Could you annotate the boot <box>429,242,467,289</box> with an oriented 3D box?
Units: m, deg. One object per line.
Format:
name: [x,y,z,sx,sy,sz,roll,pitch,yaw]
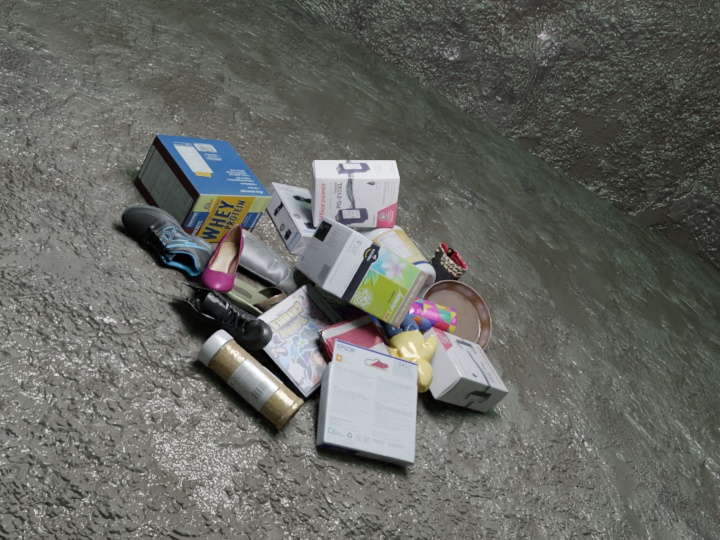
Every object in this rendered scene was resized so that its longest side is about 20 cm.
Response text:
boot: [0.174,-0.009,1.922,0.073,0.151,0.200,-1,45,-47]

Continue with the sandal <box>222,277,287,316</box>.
sandal: [-0.188,0.062,1.539,0.201,0.057,0.080,26,29,-14]

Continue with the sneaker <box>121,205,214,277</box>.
sneaker: [-0.387,-0.061,1.498,0.200,0.073,0.082,29,30,-10]

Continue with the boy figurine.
boy figurine: [0.108,0.165,1.580,0.124,0.065,0.200,-17,52,-11]

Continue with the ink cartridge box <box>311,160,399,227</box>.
ink cartridge box: [-0.016,-0.182,1.792,0.199,0.145,0.084,0,39,-6]

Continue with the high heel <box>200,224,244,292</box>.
high heel: [-0.270,-0.025,1.488,0.067,0.096,0.200,15,18,-11]

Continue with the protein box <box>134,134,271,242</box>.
protein box: [-0.344,-0.177,1.648,0.198,0.135,0.200,-5,48,-49]

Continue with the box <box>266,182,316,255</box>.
box: [-0.151,-0.124,1.848,0.116,0.060,0.200,7,39,-40]

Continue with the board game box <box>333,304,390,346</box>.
board game box: [0.012,0.161,1.615,0.134,0.045,0.200,-7,50,-51]

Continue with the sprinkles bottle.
sprinkles bottle: [-0.195,0.193,1.333,0.200,0.068,0.068,40,30,8]

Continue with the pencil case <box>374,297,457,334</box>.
pencil case: [0.124,0.101,1.723,0.200,0.088,0.088,18,33,-18]

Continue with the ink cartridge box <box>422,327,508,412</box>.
ink cartridge box: [0.218,0.222,1.660,0.200,0.085,0.146,25,28,-47]

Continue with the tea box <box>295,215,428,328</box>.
tea box: [0.000,0.000,1.566,0.197,0.134,0.200,28,2,-23]

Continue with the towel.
towel: [0.009,0.190,1.491,0.144,0.023,0.200,-17,78,-42]

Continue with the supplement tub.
supplement tub: [0.076,-0.020,1.845,0.144,0.145,0.200,0,44,-46]

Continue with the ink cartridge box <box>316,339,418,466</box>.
ink cartridge box: [0.017,0.250,1.418,0.199,0.041,0.200,20,59,-25]

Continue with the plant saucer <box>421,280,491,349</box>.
plant saucer: [0.225,0.123,1.827,0.200,0.034,0.201,8,68,-20]

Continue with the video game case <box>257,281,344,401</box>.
video game case: [-0.108,0.134,1.484,0.181,0.026,0.200,47,45,6]

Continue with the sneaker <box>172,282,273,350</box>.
sneaker: [-0.254,0.081,1.384,0.200,0.060,0.104,22,-14,44]

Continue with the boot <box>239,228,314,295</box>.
boot: [-0.186,-0.023,1.668,0.200,0.073,0.182,31,28,3]
